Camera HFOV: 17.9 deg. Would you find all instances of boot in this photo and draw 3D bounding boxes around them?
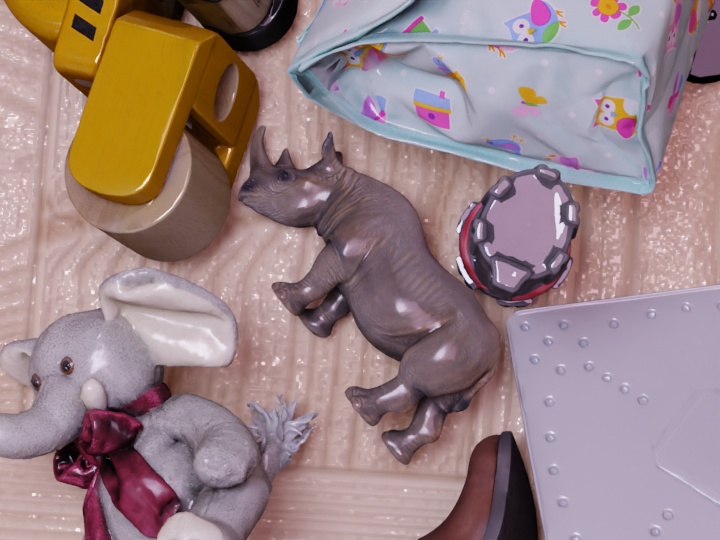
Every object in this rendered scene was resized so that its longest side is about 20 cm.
[{"bbox_3d":[-0.012,0.166,1.219,0.199,0.069,0.189,-2,56,21],"label":"boot"}]

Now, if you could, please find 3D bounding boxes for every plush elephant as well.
[{"bbox_3d":[-0.124,0.087,1.182,0.155,0.165,0.200,42,45,-4],"label":"plush elephant"}]

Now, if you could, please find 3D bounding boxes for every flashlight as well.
[{"bbox_3d":[0.083,-0.020,1.180,0.068,0.200,0.068,-26,84,-2],"label":"flashlight"}]

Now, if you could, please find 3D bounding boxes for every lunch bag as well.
[{"bbox_3d":[0.077,-0.146,1.207,0.199,0.122,0.171,10,54,18],"label":"lunch bag"}]

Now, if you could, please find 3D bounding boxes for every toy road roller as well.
[{"bbox_3d":[-0.130,-0.117,1.235,0.145,0.123,0.201,14,82,15],"label":"toy road roller"}]

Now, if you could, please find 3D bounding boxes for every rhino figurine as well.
[{"bbox_3d":[0.000,0.000,1.246,0.087,0.060,0.200,-36,74,4],"label":"rhino figurine"}]

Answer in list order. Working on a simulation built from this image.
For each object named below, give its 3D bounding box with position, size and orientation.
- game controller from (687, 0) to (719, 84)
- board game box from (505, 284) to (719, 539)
[{"bbox_3d":[0.169,-0.204,1.287,0.104,0.042,0.200,-36,84,-5],"label":"game controller"},{"bbox_3d":[0.189,0.100,1.216,0.199,0.026,0.201,-7,56,-2],"label":"board game box"}]
